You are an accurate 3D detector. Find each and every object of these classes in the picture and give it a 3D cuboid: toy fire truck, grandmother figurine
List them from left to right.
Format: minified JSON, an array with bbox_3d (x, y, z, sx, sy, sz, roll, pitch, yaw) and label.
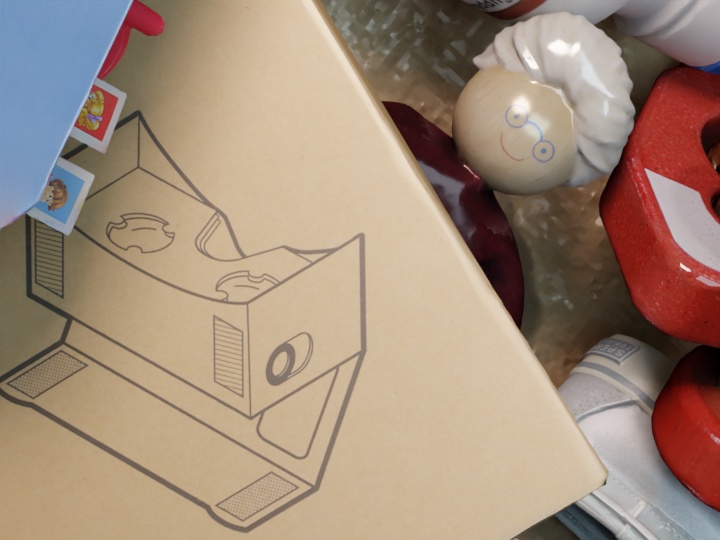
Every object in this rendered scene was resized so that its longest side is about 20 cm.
[{"bbox_3d":[0.000,0.000,0.796,0.200,0.061,0.121,-41,114,6],"label":"grandmother figurine"},{"bbox_3d":[0.163,-0.007,0.842,0.200,0.168,0.112,12,124,-19],"label":"toy fire truck"}]

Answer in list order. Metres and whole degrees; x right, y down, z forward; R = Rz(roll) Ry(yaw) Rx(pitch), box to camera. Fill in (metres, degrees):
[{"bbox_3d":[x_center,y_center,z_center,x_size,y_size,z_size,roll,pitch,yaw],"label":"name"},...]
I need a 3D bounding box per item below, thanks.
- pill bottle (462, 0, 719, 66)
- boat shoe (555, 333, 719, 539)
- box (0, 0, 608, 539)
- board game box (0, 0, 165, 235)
[{"bbox_3d":[0.037,-0.140,0.803,0.200,0.112,0.112,24,84,-19],"label":"pill bottle"},{"bbox_3d":[0.123,0.114,0.872,0.072,0.070,0.201,-43,99,-13],"label":"boat shoe"},{"bbox_3d":[-0.050,0.015,0.763,0.163,0.021,0.200,-31,80,4],"label":"box"},{"bbox_3d":[-0.094,-0.085,0.747,0.039,0.158,0.200,32,79,-43],"label":"board game box"}]
